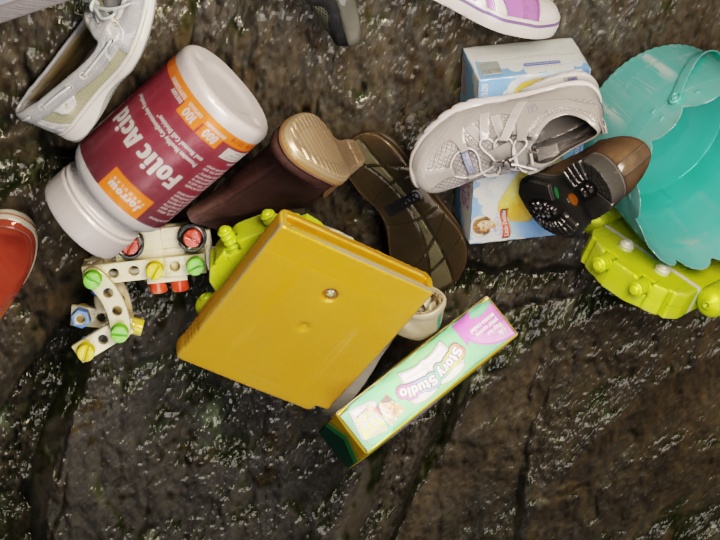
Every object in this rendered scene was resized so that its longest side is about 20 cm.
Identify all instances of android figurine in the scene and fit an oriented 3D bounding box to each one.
[{"bbox_3d":[0.308,-0.010,1.728,0.200,0.182,0.041,-16,137,-51],"label":"android figurine"},{"bbox_3d":[-0.073,0.019,1.652,0.182,0.041,0.200,-18,128,11],"label":"android figurine"}]

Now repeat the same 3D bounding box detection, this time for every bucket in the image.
[{"bbox_3d":[0.328,-0.120,1.667,0.207,0.135,0.207,-14,127,-19],"label":"bucket"}]

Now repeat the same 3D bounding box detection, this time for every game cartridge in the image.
[{"bbox_3d":[-0.056,0.045,1.631,0.176,0.032,0.200,24,127,-25],"label":"game cartridge"}]

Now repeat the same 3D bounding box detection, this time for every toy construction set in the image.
[{"bbox_3d":[-0.199,0.015,1.687,0.200,0.092,0.131,-10,105,-16],"label":"toy construction set"}]

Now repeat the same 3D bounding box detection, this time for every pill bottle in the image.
[{"bbox_3d":[-0.195,-0.109,1.576,0.200,0.114,0.114,-40,126,16],"label":"pill bottle"}]

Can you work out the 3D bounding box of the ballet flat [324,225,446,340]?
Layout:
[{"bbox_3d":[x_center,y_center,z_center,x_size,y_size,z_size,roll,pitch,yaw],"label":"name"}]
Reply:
[{"bbox_3d":[0.000,0.000,1.702,0.200,0.069,0.069,30,118,-3],"label":"ballet flat"}]

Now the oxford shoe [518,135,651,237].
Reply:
[{"bbox_3d":[0.218,-0.082,1.597,0.084,0.200,0.073,-36,98,-21],"label":"oxford shoe"}]

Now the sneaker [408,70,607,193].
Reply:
[{"bbox_3d":[0.139,-0.124,1.584,0.200,0.082,0.075,-26,128,8],"label":"sneaker"}]

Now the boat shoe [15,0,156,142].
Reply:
[{"bbox_3d":[-0.245,-0.204,1.518,0.065,0.074,0.202,17,129,-30],"label":"boat shoe"}]

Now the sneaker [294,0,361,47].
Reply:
[{"bbox_3d":[-0.071,-0.278,1.503,0.114,0.076,0.199,-23,126,6],"label":"sneaker"}]

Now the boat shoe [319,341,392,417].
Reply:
[{"bbox_3d":[-0.009,0.074,1.807,0.071,0.070,0.201,29,125,-4],"label":"boat shoe"}]

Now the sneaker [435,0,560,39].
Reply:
[{"bbox_3d":[0.120,-0.291,1.543,0.200,0.073,0.114,19,117,-27],"label":"sneaker"}]

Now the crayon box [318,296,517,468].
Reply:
[{"bbox_3d":[0.057,0.119,1.752,0.200,0.058,0.173,-38,174,-13],"label":"crayon box"}]

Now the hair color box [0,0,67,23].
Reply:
[{"bbox_3d":[-0.275,-0.259,1.423,0.200,0.099,0.061,-16,94,9],"label":"hair color box"}]

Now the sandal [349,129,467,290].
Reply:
[{"bbox_3d":[0.047,-0.065,1.716,0.082,0.055,0.200,-27,114,19],"label":"sandal"}]

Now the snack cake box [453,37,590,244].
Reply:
[{"bbox_3d":[0.160,-0.129,1.682,0.115,0.067,0.200,-7,129,-10],"label":"snack cake box"}]

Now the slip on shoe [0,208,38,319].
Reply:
[{"bbox_3d":[-0.377,0.024,1.669,0.074,0.061,0.200,21,119,-25],"label":"slip on shoe"}]

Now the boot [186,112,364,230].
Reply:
[{"bbox_3d":[-0.092,-0.080,1.593,0.166,0.072,0.200,-26,172,14],"label":"boot"}]
